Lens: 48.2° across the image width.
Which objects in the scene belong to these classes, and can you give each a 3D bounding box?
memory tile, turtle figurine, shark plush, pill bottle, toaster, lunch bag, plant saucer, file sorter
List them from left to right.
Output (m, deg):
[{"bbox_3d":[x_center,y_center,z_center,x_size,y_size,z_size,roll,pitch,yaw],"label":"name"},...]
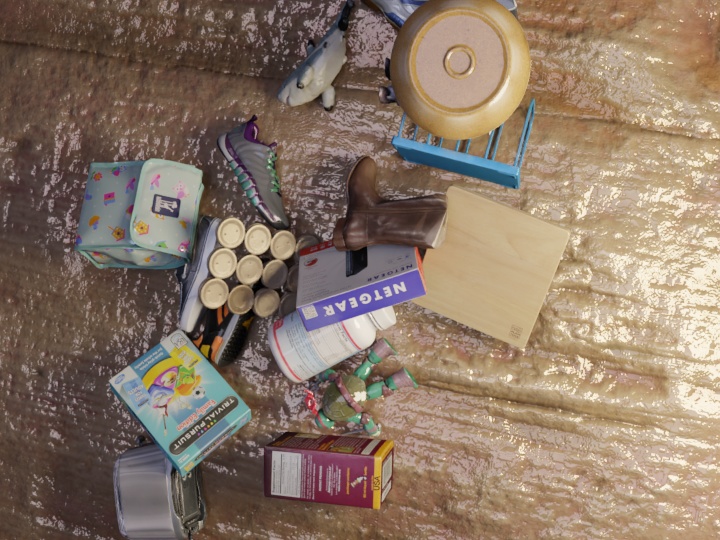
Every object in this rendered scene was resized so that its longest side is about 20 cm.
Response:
[{"bbox_3d":[-0.369,-0.095,1.375,0.196,0.122,0.174,0,69,14],"label":"lunch bag"},{"bbox_3d":[-0.347,0.387,1.398,0.127,0.113,0.204,-8,87,17],"label":"toaster"},{"bbox_3d":[-0.165,0.001,1.330,0.017,0.197,0.156,21,97,53],"label":"memory tile"},{"bbox_3d":[-0.073,-0.368,1.352,0.083,0.090,0.203,31,103,41],"label":"shark plush"},{"bbox_3d":[-0.046,0.095,1.325,0.198,0.109,0.110,-28,84,11],"label":"pill bottle"},{"bbox_3d":[-0.011,0.209,1.329,0.199,0.101,0.151,-38,83,5],"label":"turtle figurine"},{"bbox_3d":[0.137,-0.285,1.112,0.196,0.035,0.204,1,95,7],"label":"plant saucer"},{"bbox_3d":[0.167,-0.219,1.259,0.197,0.139,0.125,16,91,12],"label":"file sorter"}]

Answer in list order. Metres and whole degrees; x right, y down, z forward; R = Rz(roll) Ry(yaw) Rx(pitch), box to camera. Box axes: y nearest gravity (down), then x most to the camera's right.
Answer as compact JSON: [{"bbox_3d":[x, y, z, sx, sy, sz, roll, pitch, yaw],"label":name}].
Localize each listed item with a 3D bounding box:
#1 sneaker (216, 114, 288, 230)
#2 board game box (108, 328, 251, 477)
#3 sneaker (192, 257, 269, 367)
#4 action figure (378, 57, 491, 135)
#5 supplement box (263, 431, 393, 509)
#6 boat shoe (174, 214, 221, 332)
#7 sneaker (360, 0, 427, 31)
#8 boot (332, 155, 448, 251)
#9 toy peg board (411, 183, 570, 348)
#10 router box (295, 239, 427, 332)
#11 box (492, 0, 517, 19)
[{"bbox_3d":[-0.163,-0.167,1.370,0.087,0.074,0.202,-34,82,6],"label":"sneaker"},{"bbox_3d":[-0.305,0.219,1.364,0.150,0.047,0.200,-38,70,-25],"label":"board game box"},{"bbox_3d":[-0.225,0.059,1.388,0.089,0.070,0.203,27,93,21],"label":"sneaker"},{"bbox_3d":[0.129,-0.263,1.170,0.196,0.069,0.133,7,80,9],"label":"action figure"},{"bbox_3d":[-0.051,0.327,1.328,0.196,0.110,0.088,2,92,13],"label":"supplement box"},{"bbox_3d":[-0.290,0.002,1.401,0.067,0.072,0.204,16,92,10],"label":"boat shoe"},{"bbox_3d":[0.042,-0.471,1.322,0.199,0.075,0.089,40,95,0],"label":"sneaker"},{"bbox_3d":[0.064,-0.111,1.264,0.197,0.064,0.189,-4,60,35],"label":"boot"},{"bbox_3d":[0.210,-0.016,1.286,0.197,0.098,0.202,22,111,13],"label":"toy peg board"},{"bbox_3d":[0.000,0.000,1.273,0.197,0.180,0.049,-18,120,8],"label":"router box"},{"bbox_3d":[0.171,-0.421,1.223,0.105,0.200,0.151,-16,87,12],"label":"box"}]
